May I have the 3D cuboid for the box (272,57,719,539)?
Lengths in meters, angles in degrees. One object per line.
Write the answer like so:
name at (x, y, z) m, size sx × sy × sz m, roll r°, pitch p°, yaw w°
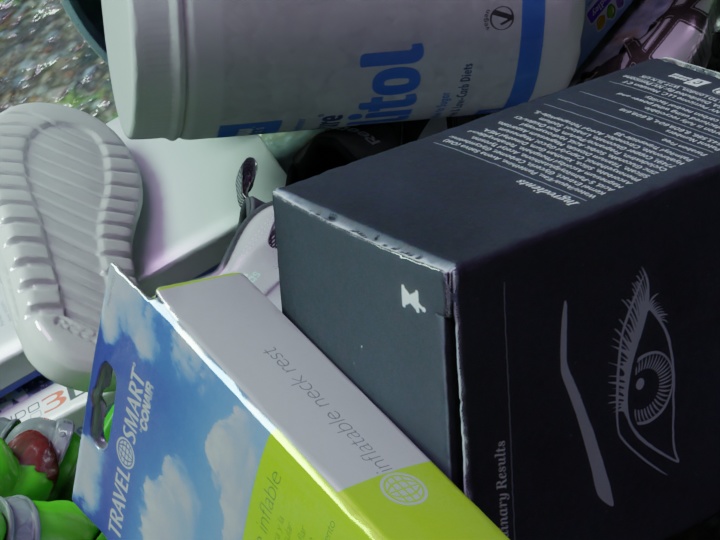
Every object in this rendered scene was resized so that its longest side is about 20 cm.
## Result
box at (0.078, 0.022, 0.886) m, size 0.200 × 0.148 × 0.104 m, roll -19°, pitch 28°, yaw -33°

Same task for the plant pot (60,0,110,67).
plant pot at (-0.064, -0.186, 1.167) m, size 0.200 × 0.200 × 0.134 m, roll -33°, pitch 20°, yaw -2°

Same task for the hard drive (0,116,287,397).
hard drive at (-0.135, -0.014, 1.151) m, size 0.200 × 0.025 × 0.132 m, roll -30°, pitch 38°, yaw -3°

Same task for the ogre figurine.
ogre figurine at (-0.131, 0.096, 0.997) m, size 0.200 × 0.120 × 0.098 m, roll 143°, pitch 144°, yaw -71°

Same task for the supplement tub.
supplement tub at (-0.011, -0.129, 1.054) m, size 0.200 × 0.132 × 0.132 m, roll -6°, pitch 37°, yaw -10°

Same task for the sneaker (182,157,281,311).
sneaker at (0.000, 0.000, 1.004) m, size 0.200 × 0.078 × 0.140 m, roll -24°, pitch 61°, yaw -32°

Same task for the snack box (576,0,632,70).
snack box at (0.074, -0.195, 1.247) m, size 0.200 × 0.068 × 0.169 m, roll 19°, pitch 61°, yaw 44°

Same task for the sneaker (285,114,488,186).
sneaker at (0.012, -0.046, 1.105) m, size 0.066 × 0.091 × 0.200 m, roll -3°, pitch 46°, yaw 30°

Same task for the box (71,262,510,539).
box at (-0.028, 0.094, 0.842) m, size 0.048 × 0.122 × 0.200 m, roll -13°, pitch 42°, yaw -35°

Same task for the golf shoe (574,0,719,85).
golf shoe at (0.140, -0.090, 1.082) m, size 0.094 × 0.078 × 0.200 m, roll -3°, pitch 43°, yaw 36°

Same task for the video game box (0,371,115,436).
video game box at (-0.165, 0.032, 1.176) m, size 0.182 × 0.047 × 0.200 m, roll -27°, pitch 38°, yaw 1°

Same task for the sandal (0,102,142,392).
sandal at (-0.143, -0.009, 1.084) m, size 0.050 × 0.082 × 0.203 m, roll -60°, pitch 24°, yaw 30°
